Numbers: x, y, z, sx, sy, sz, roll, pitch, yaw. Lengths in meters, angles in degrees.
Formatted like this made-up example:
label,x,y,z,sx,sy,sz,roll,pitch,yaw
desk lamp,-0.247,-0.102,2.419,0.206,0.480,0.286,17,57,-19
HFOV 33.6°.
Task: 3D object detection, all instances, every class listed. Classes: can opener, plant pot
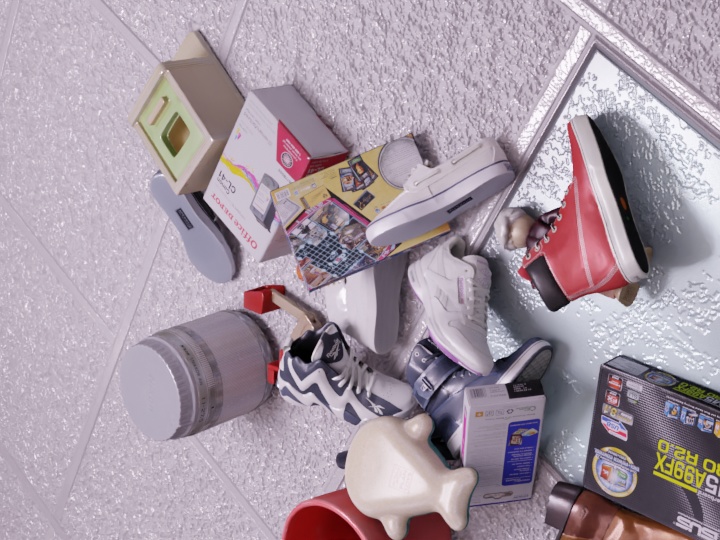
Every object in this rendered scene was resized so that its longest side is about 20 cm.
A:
label,x,y,z,sx,sy,sz,roll,pitch,yaw
can opener,0.052,0.250,1.634,0.198,0.063,0.080,-19,65,40
plant pot,0.017,0.376,1.622,0.198,0.176,0.204,16,115,39

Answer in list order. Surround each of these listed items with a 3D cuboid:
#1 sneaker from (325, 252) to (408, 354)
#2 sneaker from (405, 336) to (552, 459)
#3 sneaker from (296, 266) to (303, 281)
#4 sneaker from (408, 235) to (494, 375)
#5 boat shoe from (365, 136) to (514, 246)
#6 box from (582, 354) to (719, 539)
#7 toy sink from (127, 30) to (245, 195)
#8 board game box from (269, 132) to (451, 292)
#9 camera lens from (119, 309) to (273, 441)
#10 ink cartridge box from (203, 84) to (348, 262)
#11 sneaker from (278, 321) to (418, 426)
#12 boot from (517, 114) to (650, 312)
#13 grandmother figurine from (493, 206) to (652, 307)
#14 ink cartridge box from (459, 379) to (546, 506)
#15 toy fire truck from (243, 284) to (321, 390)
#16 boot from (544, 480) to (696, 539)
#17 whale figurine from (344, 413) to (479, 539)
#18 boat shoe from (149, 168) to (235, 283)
label,x,y,z,sx,sy,sz,roll,pitch,yaw
sneaker,0.000,0.000,1.605,0.115,0.073,0.204,21,111,41
sneaker,0.141,0.119,1.504,0.203,0.076,0.147,-51,59,29
sneaker,-0.041,-0.068,1.612,0.201,0.076,0.073,-56,20,30
sneaker,0.124,0.038,1.462,0.099,0.075,0.202,-41,47,19
boat shoe,0.089,-0.099,1.458,0.198,0.071,0.071,-29,69,16
box,0.354,0.206,1.348,0.198,0.044,0.163,22,116,38
toy sink,-0.259,-0.235,1.754,0.130,0.111,0.202,-46,71,40
board game box,0.000,-0.073,1.514,0.035,0.197,0.137,116,131,-83
camera lens,-0.240,0.155,1.788,0.158,0.198,0.163,14,112,40
ink cartridge box,-0.122,-0.135,1.673,0.148,0.085,0.201,47,128,23
sneaker,-0.019,0.134,1.597,0.196,0.080,0.131,16,142,16
boot,0.227,-0.063,1.331,0.143,0.072,0.203,-22,69,29
grandmother figurine,0.236,-0.022,1.390,0.199,0.060,0.123,28,93,38
ink cartridge box,0.172,0.216,1.468,0.037,0.093,0.202,-102,8,-48
toy fire truck,-0.087,0.108,1.735,0.198,0.048,0.144,16,111,39
boot,0.315,0.367,1.437,0.198,0.068,0.192,17,106,31
whale figurine,0.074,0.261,1.501,0.198,0.103,0.162,12,88,41
boat shoe,-0.247,-0.076,1.820,0.073,0.068,0.201,-25,109,33
